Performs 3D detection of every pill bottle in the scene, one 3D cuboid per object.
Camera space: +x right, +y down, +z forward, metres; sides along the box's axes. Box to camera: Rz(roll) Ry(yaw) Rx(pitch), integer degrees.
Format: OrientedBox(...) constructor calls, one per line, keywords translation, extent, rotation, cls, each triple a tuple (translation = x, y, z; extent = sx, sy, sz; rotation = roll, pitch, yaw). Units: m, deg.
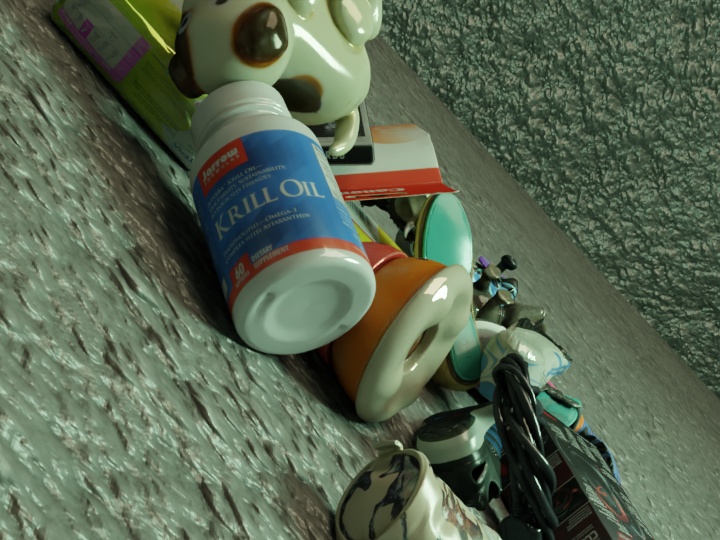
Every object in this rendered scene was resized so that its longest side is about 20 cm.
OrientedBox(translation=(-0.069, -0.047, 0.933), extent=(0.112, 0.112, 0.202), rotation=(31, 28, -50), cls="pill bottle")

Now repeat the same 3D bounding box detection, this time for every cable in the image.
OrientedBox(translation=(0.140, 0.151, 1.005), extent=(0.164, 0.050, 0.203), rotation=(-76, 159, -54), cls="cable")

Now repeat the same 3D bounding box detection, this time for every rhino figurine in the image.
OrientedBox(translation=(0.128, 0.038, 1.345), extent=(0.198, 0.088, 0.061), rotation=(20, 43, -27), cls="rhino figurine")

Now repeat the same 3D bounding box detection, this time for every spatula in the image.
OrientedBox(translation=(0.172, -0.004, 1.480), extent=(0.057, 0.021, 0.200), rotation=(46, -4, 4), cls="spatula")

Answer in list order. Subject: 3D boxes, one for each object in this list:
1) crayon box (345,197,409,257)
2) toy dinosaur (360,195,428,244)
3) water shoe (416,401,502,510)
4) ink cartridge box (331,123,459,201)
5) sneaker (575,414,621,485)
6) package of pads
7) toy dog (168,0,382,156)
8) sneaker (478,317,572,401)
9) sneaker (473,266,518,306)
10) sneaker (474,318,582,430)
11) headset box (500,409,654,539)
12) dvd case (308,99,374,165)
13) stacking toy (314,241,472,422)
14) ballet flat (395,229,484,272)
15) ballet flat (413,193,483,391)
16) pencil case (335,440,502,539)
OrientedBox(translation=(0.000, 0.000, 1.196), extent=(0.127, 0.051, 0.201), rotation=(45, 13, -17), cls="crayon box")
OrientedBox(translation=(0.028, -0.091, 1.375), extent=(0.199, 0.077, 0.102), rotation=(38, -7, 28), cls="toy dinosaur")
OrientedBox(translation=(0.087, 0.162, 1.040), extent=(0.200, 0.070, 0.080), rotation=(-3, 79, -75), cls="water shoe")
OrientedBox(translation=(-0.001, -0.110, 1.226), extent=(0.200, 0.159, 0.051), rotation=(-133, -141, -74), cls="ink cartridge box")
OrientedBox(translation=(0.257, 0.222, 1.361), extent=(0.079, 0.075, 0.201), rotation=(46, 15, -22), cls="sneaker")
OrientedBox(translation=(-0.169, -0.196, 1.104), extent=(0.200, 0.068, 0.155), rotation=(47, 27, -5), cls="package of pads")
OrientedBox(translation=(-0.082, -0.193, 1.045), extent=(0.199, 0.138, 0.198), rotation=(-7, 89, -59), cls="toy dog")
OrientedBox(translation=(0.162, 0.094, 1.225), extent=(0.072, 0.073, 0.199), rotation=(41, 14, 17), cls="sneaker")
OrientedBox(translation=(0.137, 0.019, 1.425), extent=(0.201, 0.089, 0.079), rotation=(57, 8, -26), cls="sneaker")
OrientedBox(translation=(0.173, 0.137, 1.317), extent=(0.199, 0.084, 0.121), rotation=(38, 7, -42), cls="sneaker")
OrientedBox(translation=(0.211, 0.239, 1.156), extent=(0.148, 0.075, 0.201), rotation=(35, 19, -43), cls="headset box")
OrientedBox(translation=(-0.064, -0.147, 1.248), extent=(0.201, 0.147, 0.025), rotation=(-98, -174, -66), cls="dvd case")
OrientedBox(translation=(-0.019, 0.014, 1.003), extent=(0.199, 0.147, 0.146), rotation=(35, 9, 19), cls="stacking toy")
OrientedBox(translation=(0.118, 0.009, 1.531), extent=(0.200, 0.068, 0.063), rotation=(45, -17, -27), cls="ballet flat")
OrientedBox(translation=(0.080, 0.023, 1.230), extent=(0.068, 0.063, 0.204), rotation=(1, 77, -27), cls="ballet flat")
OrientedBox(translation=(0.071, 0.201, 0.806), extent=(0.200, 0.077, 0.090), rotation=(44, 35, -18), cls="pencil case")
